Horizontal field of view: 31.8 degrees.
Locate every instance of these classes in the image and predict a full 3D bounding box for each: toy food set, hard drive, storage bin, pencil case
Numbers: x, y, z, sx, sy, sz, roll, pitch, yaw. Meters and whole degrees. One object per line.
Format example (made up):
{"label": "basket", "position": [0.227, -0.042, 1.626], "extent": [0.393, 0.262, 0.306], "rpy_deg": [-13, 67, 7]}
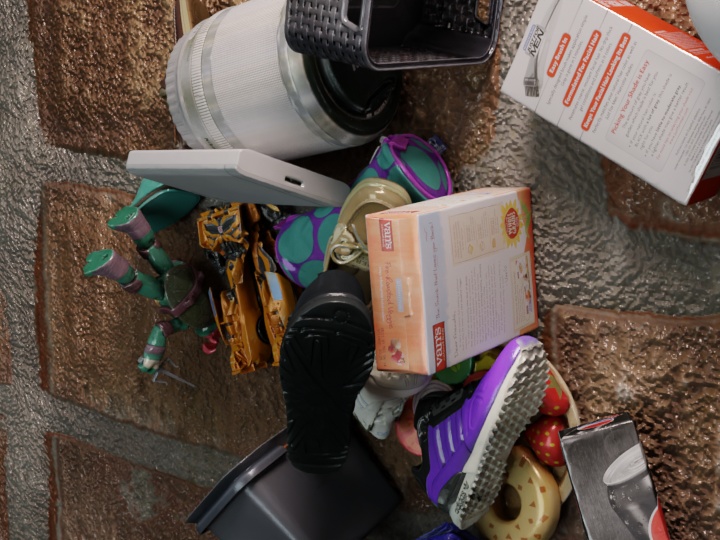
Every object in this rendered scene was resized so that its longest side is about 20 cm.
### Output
{"label": "toy food set", "position": [0.122, 0.156, 1.215], "extent": [0.197, 0.049, 0.201], "rpy_deg": [28, 116, 32]}
{"label": "hard drive", "position": [-0.123, -0.090, 1.232], "extent": [0.199, 0.131, 0.027], "rpy_deg": [7, 83, 50]}
{"label": "storage bin", "position": [0.035, -0.252, 1.101], "extent": [0.093, 0.199, 0.136], "rpy_deg": [18, 110, 34]}
{"label": "storage bin", "position": [-0.051, 0.233, 1.290], "extent": [0.134, 0.200, 0.146], "rpy_deg": [47, 125, 9]}
{"label": "pencil case", "position": [0.001, -0.056, 1.247], "extent": [0.200, 0.085, 0.093], "rpy_deg": [-36, 91, 38]}

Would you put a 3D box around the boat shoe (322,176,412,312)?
{"label": "boat shoe", "position": [0.000, 0.000, 1.194], "extent": [0.073, 0.063, 0.201], "rpy_deg": [18, 133, 2]}

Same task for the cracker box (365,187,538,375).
{"label": "cracker box", "position": [0.085, 0.004, 1.113], "extent": [0.057, 0.200, 0.135], "rpy_deg": [2, 100, 34]}

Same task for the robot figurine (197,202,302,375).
{"label": "robot figurine", "position": [-0.118, 0.007, 1.374], "extent": [0.145, 0.058, 0.201], "rpy_deg": [-15, 90, 42]}

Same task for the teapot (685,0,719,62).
{"label": "teapot", "position": [0.317, -0.201, 0.921], "extent": [0.146, 0.196, 0.201], "rpy_deg": [119, 158, -71]}

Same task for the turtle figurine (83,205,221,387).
{"label": "turtle figurine", "position": [-0.217, 0.029, 1.426], "extent": [0.100, 0.150, 0.200], "rpy_deg": [-23, 125, 23]}

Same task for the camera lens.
{"label": "camera lens", "position": [-0.071, -0.189, 1.229], "extent": [0.199, 0.160, 0.161], "rpy_deg": [-8, 94, 40]}

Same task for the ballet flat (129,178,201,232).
{"label": "ballet flat", "position": [-0.199, -0.113, 1.422], "extent": [0.200, 0.067, 0.071], "rpy_deg": [-34, 57, 37]}

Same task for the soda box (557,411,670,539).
{"label": "soda box", "position": [0.235, 0.231, 1.113], "extent": [0.070, 0.063, 0.201], "rpy_deg": [-17, 89, 9]}

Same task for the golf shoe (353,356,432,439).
{"label": "golf shoe", "position": [0.028, 0.116, 1.225], "extent": [0.200, 0.078, 0.098], "rpy_deg": [-173, 74, -77]}

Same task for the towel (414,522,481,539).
{"label": "towel", "position": [0.062, 0.314, 1.248], "extent": [0.200, 0.147, 0.050], "rpy_deg": [-31, 41, 35]}

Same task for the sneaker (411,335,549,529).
{"label": "sneaker", "position": [0.096, 0.133, 1.155], "extent": [0.099, 0.069, 0.201], "rpy_deg": [37, 120, 31]}

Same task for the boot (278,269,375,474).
{"label": "boot", "position": [-0.029, 0.052, 1.095], "extent": [0.076, 0.169, 0.201], "rpy_deg": [4, 130, -2]}

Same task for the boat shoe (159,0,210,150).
{"label": "boat shoe", "position": [-0.185, -0.201, 1.347], "extent": [0.072, 0.072, 0.201], "rpy_deg": [-19, 70, 19]}

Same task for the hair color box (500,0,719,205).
{"label": "hair color box", "position": [0.226, -0.154, 1.056], "extent": [0.200, 0.064, 0.111], "rpy_deg": [37, 121, 27]}
